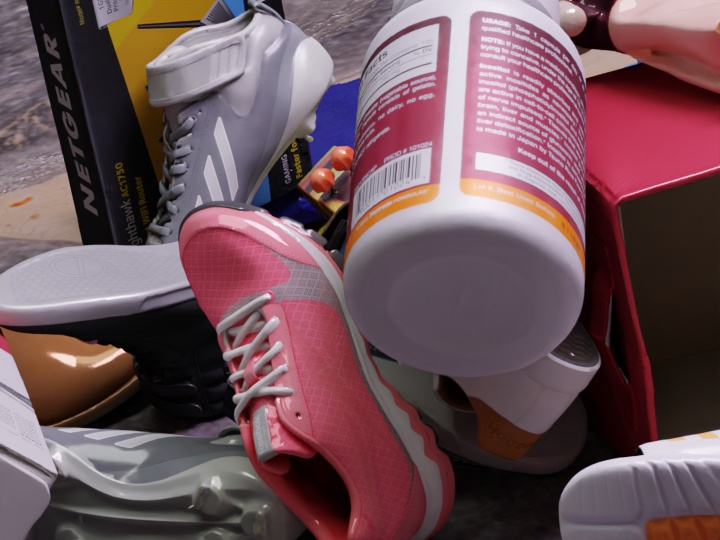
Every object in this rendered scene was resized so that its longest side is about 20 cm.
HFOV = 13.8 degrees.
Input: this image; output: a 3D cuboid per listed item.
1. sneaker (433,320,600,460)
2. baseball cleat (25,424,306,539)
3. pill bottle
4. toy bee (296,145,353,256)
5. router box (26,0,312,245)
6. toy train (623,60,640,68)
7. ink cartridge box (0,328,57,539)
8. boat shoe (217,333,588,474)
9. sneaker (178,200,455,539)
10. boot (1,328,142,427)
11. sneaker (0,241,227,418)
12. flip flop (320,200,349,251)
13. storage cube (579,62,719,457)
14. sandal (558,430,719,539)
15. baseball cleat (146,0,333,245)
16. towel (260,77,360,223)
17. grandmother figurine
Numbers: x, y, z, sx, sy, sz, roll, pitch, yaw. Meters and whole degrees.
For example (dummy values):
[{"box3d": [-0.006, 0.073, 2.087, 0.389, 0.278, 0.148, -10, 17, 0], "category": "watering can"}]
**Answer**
[{"box3d": [0.051, 0.016, 1.496, 0.072, 0.085, 0.200, 18, 29, -27], "category": "sneaker"}, {"box3d": [-0.106, 0.112, 1.530, 0.199, 0.070, 0.106, 9, 19, 25], "category": "baseball cleat"}, {"box3d": [0.053, -0.057, 1.416, 0.112, 0.113, 0.201, -6, 47, 12], "category": "pill bottle"}, {"box3d": [0.009, -0.042, 1.730, 0.200, 0.109, 0.131, 4, 54, 53], "category": "toy bee"}, {"box3d": [-0.114, -0.119, 1.782, 0.149, 0.201, 0.051, -27, 34, -26], "category": "router box"}, {"box3d": [0.140, -0.054, 1.677, 0.084, 0.116, 0.200, 7, 16, 37], "category": "toy train"}, {"box3d": [-0.236, 0.103, 1.477, 0.147, 0.083, 0.200, -55, 24, 8], "category": "ink cartridge box"}, {"box3d": [0.018, 0.068, 1.551, 0.199, 0.093, 0.075, 23, 58, 4], "category": "boat shoe"}, {"box3d": [-0.031, 0.055, 1.444, 0.074, 0.201, 0.087, -36, -3, 36], "category": "sneaker"}, {"box3d": [-0.217, 0.020, 1.657, 0.199, 0.156, 0.074, -16, 23, -11], "category": "boot"}, {"box3d": [-0.119, 0.039, 1.623, 0.199, 0.100, 0.071, -8, 29, -37], "category": "sneaker"}, {"box3d": [0.000, 0.000, 1.587, 0.057, 0.082, 0.200, -10, -18, 1], "category": "flip flop"}, {"box3d": [0.193, -0.008, 1.518, 0.199, 0.172, 0.180, -16, 22, -11], "category": "storage cube"}, {"box3d": [0.192, 0.110, 1.377, 0.205, 0.080, 0.059, -3, 21, -3], "category": "sandal"}, {"box3d": [-0.100, -0.065, 1.735, 0.201, 0.106, 0.070, -58, 24, -10], "category": "baseball cleat"}, {"box3d": [-0.061, -0.060, 1.918, 0.199, 0.050, 0.148, -16, 31, -12], "category": "towel"}, {"box3d": [0.145, -0.127, 1.536, 0.121, 0.061, 0.200, 8, 3, -34], "category": "grandmother figurine"}]
